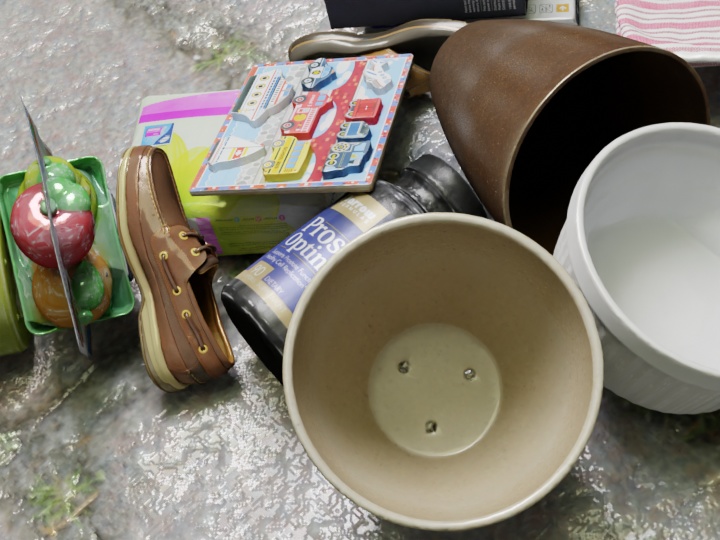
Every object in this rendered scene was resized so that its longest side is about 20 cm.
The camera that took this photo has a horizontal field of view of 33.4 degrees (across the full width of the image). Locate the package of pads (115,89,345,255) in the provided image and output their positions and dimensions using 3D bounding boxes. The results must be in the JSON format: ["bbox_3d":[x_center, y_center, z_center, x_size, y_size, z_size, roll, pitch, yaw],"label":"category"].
[{"bbox_3d":[-0.109,-0.086,1.056,0.200,0.068,0.155,-3,53,12],"label":"package of pads"}]

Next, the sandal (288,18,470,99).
[{"bbox_3d":[0.028,-0.186,1.092,0.200,0.082,0.055,0,71,13],"label":"sandal"}]

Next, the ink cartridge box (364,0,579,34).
[{"bbox_3d":[0.113,-0.292,1.167,0.198,0.043,0.200,-1,55,13],"label":"ink cartridge box"}]

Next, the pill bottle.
[{"bbox_3d":[0.000,0.000,0.937,0.200,0.112,0.112,-39,55,-14],"label":"pill bottle"}]

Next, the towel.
[{"bbox_3d":[0.294,-0.223,1.036,0.146,0.030,0.200,-2,31,13],"label":"towel"}]

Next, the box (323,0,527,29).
[{"bbox_3d":[0.063,-0.326,1.101,0.182,0.104,0.200,-1,47,12],"label":"box"}]

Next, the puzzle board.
[{"bbox_3d":[-0.045,-0.127,0.997,0.151,0.017,0.200,0,38,15],"label":"puzzle board"}]

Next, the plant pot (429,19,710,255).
[{"bbox_3d":[0.142,-0.126,0.968,0.187,0.187,0.200,-31,41,-10],"label":"plant pot"}]

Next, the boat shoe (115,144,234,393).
[{"bbox_3d":[-0.144,-0.006,0.960,0.068,0.072,0.200,-13,85,17],"label":"boat shoe"}]

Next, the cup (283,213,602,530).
[{"bbox_3d":[0.053,0.075,0.821,0.200,0.143,0.200,0,78,1],"label":"cup"}]

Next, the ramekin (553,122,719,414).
[{"bbox_3d":[0.228,0.006,0.845,0.200,0.105,0.200,6,61,-10],"label":"ramekin"}]

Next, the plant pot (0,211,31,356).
[{"bbox_3d":[-0.378,0.019,0.986,0.193,0.200,0.200,-9,52,-7],"label":"plant pot"}]

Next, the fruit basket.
[{"bbox_3d":[-0.223,-0.025,0.923,0.094,0.200,0.185,-13,85,-16],"label":"fruit basket"}]
